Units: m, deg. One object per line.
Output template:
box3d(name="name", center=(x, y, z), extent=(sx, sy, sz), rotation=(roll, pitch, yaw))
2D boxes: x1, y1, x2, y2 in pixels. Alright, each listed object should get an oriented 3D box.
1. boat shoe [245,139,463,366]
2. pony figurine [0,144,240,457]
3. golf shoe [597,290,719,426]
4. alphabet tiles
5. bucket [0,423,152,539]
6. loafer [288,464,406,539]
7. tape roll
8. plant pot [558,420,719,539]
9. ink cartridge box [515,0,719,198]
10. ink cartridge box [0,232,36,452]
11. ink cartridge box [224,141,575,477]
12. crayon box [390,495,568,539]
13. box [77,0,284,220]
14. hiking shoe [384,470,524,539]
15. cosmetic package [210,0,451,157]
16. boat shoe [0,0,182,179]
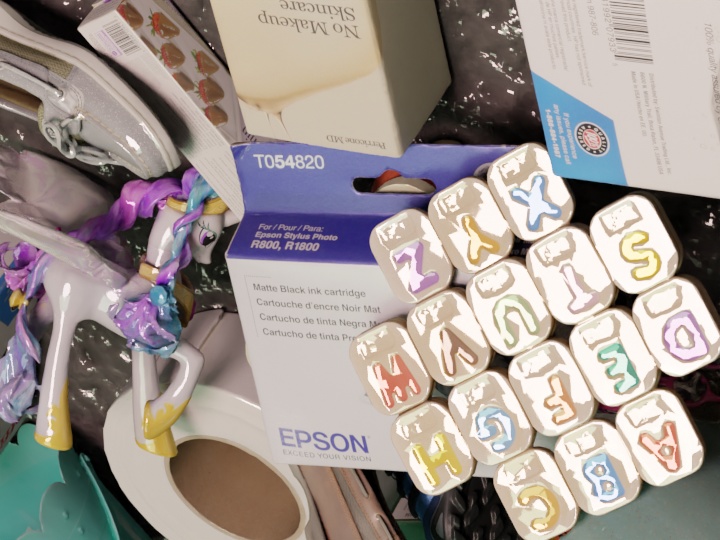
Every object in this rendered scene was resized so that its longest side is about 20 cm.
box3d(name="boat shoe", center=(0.000, 0.000, 1.523), extent=(0.071, 0.063, 0.200), rotation=(36, 129, -4))
box3d(name="pony figurine", center=(-0.168, 0.006, 1.600), extent=(0.192, 0.167, 0.201), rotation=(17, 106, -5))
box3d(name="golf shoe", center=(0.135, 0.048, 1.512), extent=(0.200, 0.073, 0.092), rotation=(24, 146, 26))
box3d(name="alphabet tiles", center=(0.092, 0.041, 1.390), extent=(0.200, 0.015, 0.196), rotation=(-28, 88, 25))
box3d(name="bucket", center=(-0.244, 0.228, 1.862), extent=(0.207, 0.208, 0.135), rotation=(-20, 124, 45))
box3d(name="loafer", center=(-0.006, 0.120, 1.577), extent=(0.063, 0.201, 0.072), rotation=(-27, 149, 18))
box3d(name="tape roll", center=(-0.070, 0.123, 1.727), extent=(0.202, 0.071, 0.203), rotation=(19, 140, 17))
box3d(name="plant pot", center=(0.218, 0.194, 1.404), extent=(0.196, 0.200, 0.201), rotation=(43, 156, 43))
box3d(name="ink cartridge box", center=(0.189, -0.112, 1.287), extent=(0.199, 0.084, 0.145), rotation=(10, 136, 26))
box3d(name="ink cartridge box", center=(-0.287, 0.070, 1.746), extent=(0.084, 0.145, 0.200), rotation=(24, 142, 10))
box3d(name="ink cartridge box", center=(0.025, 0.025, 1.459), extent=(0.199, 0.041, 0.201), rotation=(1, 121, 24))
box3d(name="crayon box", center=(0.141, 0.204, 1.677), extent=(0.199, 0.058, 0.173), rotation=(-4, 129, 35))
box3d(name="box", center=(-0.086, -0.087, 1.539), extent=(0.041, 0.039, 0.200), rotation=(-18, 120, 46))
box3d(name="hiking shoe", center=(0.053, 0.121, 1.611), extent=(0.087, 0.074, 0.201), rotation=(-12, 92, 58))
box3d(name="cosmetic package", center=(-0.025, -0.164, 1.389), extent=(0.103, 0.073, 0.200), rotation=(9, 135, 26))
box3d(name="boat shoe", center=(-0.193, -0.106, 1.539), extent=(0.202, 0.065, 0.074), rotation=(33, 168, 16))
